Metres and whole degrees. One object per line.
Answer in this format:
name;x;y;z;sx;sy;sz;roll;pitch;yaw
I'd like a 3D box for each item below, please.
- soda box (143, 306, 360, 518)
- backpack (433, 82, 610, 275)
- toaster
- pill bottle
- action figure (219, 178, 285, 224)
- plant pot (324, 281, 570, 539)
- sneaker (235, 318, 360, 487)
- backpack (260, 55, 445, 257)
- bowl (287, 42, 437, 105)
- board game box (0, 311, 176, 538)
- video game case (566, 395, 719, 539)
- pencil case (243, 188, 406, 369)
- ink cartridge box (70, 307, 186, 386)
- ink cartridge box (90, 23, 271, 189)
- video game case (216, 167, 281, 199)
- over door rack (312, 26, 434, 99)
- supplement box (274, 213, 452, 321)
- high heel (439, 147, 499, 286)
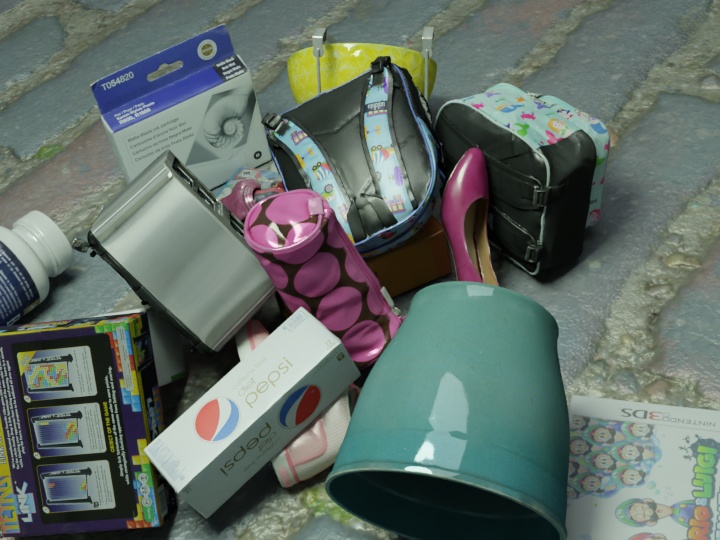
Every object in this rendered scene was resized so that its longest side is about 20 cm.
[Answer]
soda box;-0.098;0.131;1.043;0.200;0.068;0.064;-42;53;-10
backpack;0.175;-0.115;1.261;0.151;0.178;0.200;-28;44;-31
toaster;-0.183;-0.020;1.160;0.119;0.181;0.200;-44;13;4
pill bottle;-0.442;0.017;1.328;0.111;0.111;0.200;23;52;36
action figure;-0.164;-0.061;1.309;0.200;0.149;0.134;-31;53;21
plant pot;0.090;0.120;0.953;0.200;0.200;0.188;5;61;20
sneaker;-0.058;0.118;1.129;0.105;0.075;0.200;-22;48;-2
backpack;0.008;-0.103;1.221;0.183;0.135;0.200;-26;58;10
bowl;0.000;-0.218;1.468;0.200;0.200;0.108;1;84;16
board game box;-0.273;0.147;1.065;0.165;0.200;0.057;-5;8;10
video game case;0.259;0.198;0.990;0.182;0.024;0.200;4;43;21
pencil case;-0.031;0.008;1.101;0.094;0.200;0.091;-14;46;22
ink cartridge box;-0.299;0.094;1.168;0.200;0.084;0.145;-10;-1;4
ink cartridge box;-0.224;-0.188;1.440;0.200;0.200;0.041;-29;42;-18
video game case;-0.100;-0.073;1.412;0.200;0.018;0.143;10;44;25
over door rack;0.013;-0.192;1.356;0.148;0.200;0.067;2;18;6
supplement box;0.000;0.000;1.262;0.200;0.067;0.069;-24;41;-13
high heel;0.133;-0.025;1.177;0.096;0.200;0.067;14;14;36
